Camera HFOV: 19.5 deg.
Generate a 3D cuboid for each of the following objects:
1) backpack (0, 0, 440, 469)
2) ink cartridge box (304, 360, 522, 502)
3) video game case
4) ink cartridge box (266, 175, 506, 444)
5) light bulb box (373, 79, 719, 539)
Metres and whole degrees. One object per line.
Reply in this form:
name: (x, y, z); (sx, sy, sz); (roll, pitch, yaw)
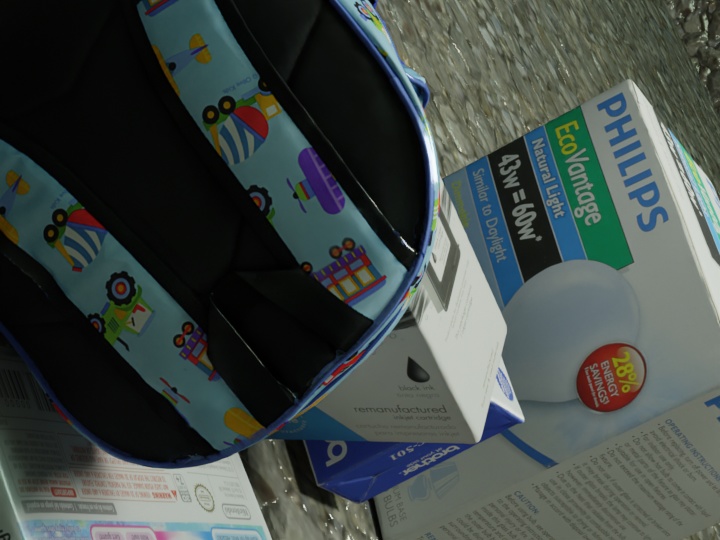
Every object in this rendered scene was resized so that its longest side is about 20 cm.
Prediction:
backpack: (-0.054, -0.035, 0.732); (0.200, 0.183, 0.134); (49, 11, 21)
ink cartridge box: (0.000, 0.000, 1.013); (0.044, 0.094, 0.201); (33, 34, -57)
video game case: (-0.074, 0.119, 0.768); (0.200, 0.024, 0.183); (19, 47, -67)
ink cartridge box: (-0.025, -0.012, 0.867); (0.200, 0.115, 0.067); (62, 36, -45)
light bulb box: (0.105, 0.044, 1.097); (0.125, 0.199, 0.199); (42, 26, -48)
